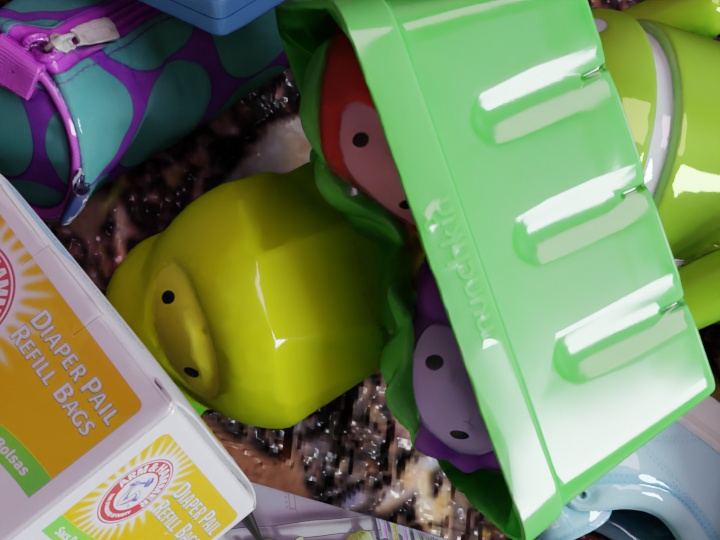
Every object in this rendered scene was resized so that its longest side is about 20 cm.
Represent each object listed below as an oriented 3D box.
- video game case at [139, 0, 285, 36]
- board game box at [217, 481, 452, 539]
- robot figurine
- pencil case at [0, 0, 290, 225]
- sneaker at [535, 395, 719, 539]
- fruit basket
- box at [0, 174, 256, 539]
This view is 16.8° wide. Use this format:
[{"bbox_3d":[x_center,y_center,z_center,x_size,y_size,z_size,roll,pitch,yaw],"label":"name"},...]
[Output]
[{"bbox_3d":[-0.076,-0.156,0.943,0.200,0.018,0.143,26,47,34],"label":"video game case"},{"bbox_3d":[-0.014,0.139,0.863,0.200,0.032,0.121,22,51,-50],"label":"board game box"},{"bbox_3d":[0.134,-0.041,1.027,0.199,0.116,0.176,14,47,-22],"label":"robot figurine"},{"bbox_3d":[-0.074,-0.098,0.951,0.085,0.092,0.200,48,53,4],"label":"pencil case"},{"bbox_3d":[0.078,0.065,0.979,0.199,0.074,0.082,30,62,-9],"label":"sneaker"},{"bbox_3d":[0.000,0.000,0.886,0.214,0.155,0.217,-1,96,-12],"label":"fruit basket"},{"bbox_3d":[-0.149,0.081,0.757,0.200,0.101,0.113,-38,65,-4],"label":"box"}]
